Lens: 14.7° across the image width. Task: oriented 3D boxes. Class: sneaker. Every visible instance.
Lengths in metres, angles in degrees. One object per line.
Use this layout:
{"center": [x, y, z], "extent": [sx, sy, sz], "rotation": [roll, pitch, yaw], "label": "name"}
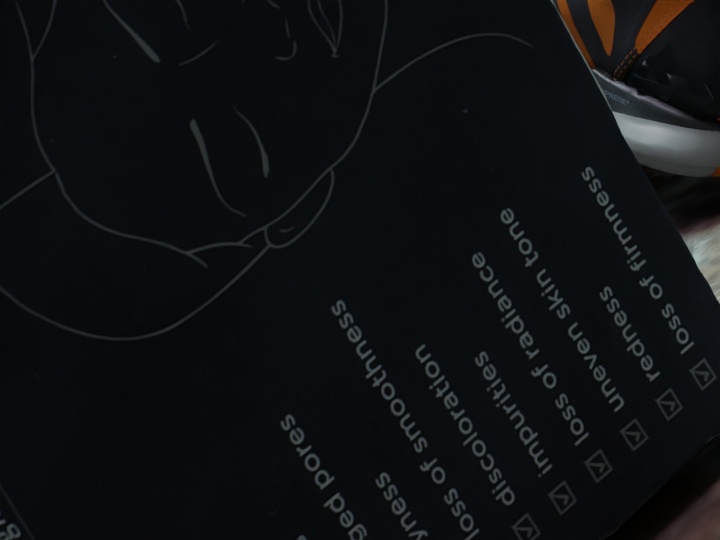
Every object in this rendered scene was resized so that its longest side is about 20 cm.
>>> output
{"center": [0.060, -0.111, 0.850], "extent": [0.199, 0.113, 0.077], "rotation": [24, 31, 38], "label": "sneaker"}

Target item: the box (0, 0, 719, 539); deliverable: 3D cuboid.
{"center": [-0.051, 0.005, 0.604], "extent": [0.196, 0.201, 0.124], "rotation": [-37, 13, -34], "label": "box"}
